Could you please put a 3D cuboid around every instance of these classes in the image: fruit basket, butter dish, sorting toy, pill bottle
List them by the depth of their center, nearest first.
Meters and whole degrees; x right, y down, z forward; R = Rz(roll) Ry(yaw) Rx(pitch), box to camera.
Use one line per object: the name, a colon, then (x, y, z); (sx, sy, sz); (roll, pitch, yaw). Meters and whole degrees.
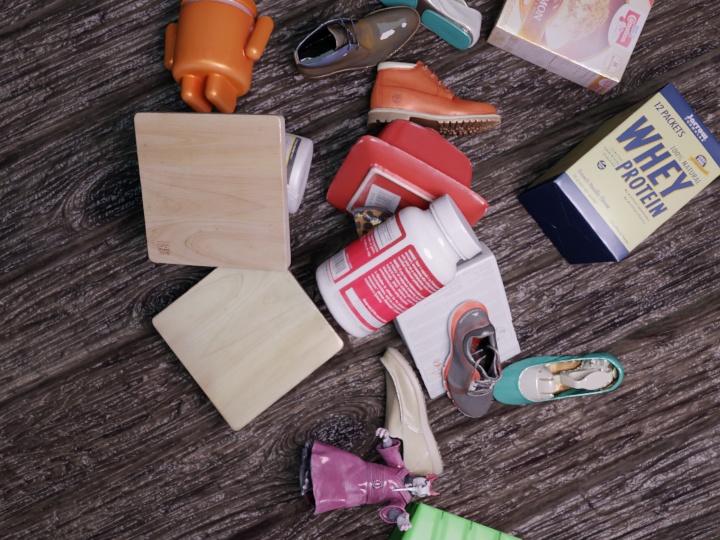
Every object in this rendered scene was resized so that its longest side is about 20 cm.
pill bottle: (0.050, -0.009, 0.945); (0.199, 0.112, 0.113); (-33, 90, 14)
sorting toy: (-0.185, -0.111, 0.977); (0.197, 0.070, 0.201); (4, 110, 13)
fruit basket: (0.123, 0.451, 1.036); (0.213, 0.156, 0.218); (1, 75, -6)
butter dish: (0.077, -0.140, 1.046); (0.198, 0.200, 0.149); (27, 63, -7)
pill bottle: (-0.175, -0.160, 1.060); (0.198, 0.111, 0.113); (15, 89, 0)
sorting toy: (-0.160, 0.088, 1.073); (0.199, 0.070, 0.200); (-38, 92, -1)

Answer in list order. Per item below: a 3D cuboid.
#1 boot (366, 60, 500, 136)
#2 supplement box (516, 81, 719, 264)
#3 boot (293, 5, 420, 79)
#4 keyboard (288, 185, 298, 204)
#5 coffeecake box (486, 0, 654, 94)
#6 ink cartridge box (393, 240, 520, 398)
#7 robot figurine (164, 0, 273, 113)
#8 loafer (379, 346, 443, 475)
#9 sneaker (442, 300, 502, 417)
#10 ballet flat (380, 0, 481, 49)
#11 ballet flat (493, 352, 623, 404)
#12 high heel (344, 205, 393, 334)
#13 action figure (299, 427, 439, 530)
boot: (0.112, -0.258, 1.087); (0.197, 0.075, 0.109); (5, 83, -1)
supplement box: (0.356, -0.124, 1.023); (0.199, 0.200, 0.135); (-40, 91, -2)
boot: (-0.006, -0.329, 1.057); (0.198, 0.097, 0.075); (-22, 98, 9)
keyboard: (-0.174, -0.071, 1.052); (0.199, 0.011, 0.056); (-35, 109, 30)
coffeecake box: (0.312, -0.379, 1.088); (0.198, 0.073, 0.155); (24, 88, -1)
ink cartridge box: (0.136, 0.074, 1.070); (0.161, 0.057, 0.201); (-26, 131, -3)
robot figurine: (-0.205, -0.327, 1.053); (0.116, 0.143, 0.203); (12, 77, -34)
loafer: (0.063, 0.213, 1.079); (0.068, 0.076, 0.202); (-19, 90, -7)
sneaker: (0.164, 0.144, 1.042); (0.076, 0.082, 0.202); (-18, 123, -10)
ballet flat: (0.096, -0.406, 1.096); (0.199, 0.069, 0.070); (31, 89, -5)
ballet flat: (0.294, 0.159, 1.085); (0.198, 0.070, 0.068); (-10, 90, -1)
high heel: (0.000, 0.000, 1.050); (0.142, 0.072, 0.200); (31, 116, -23)
action figure: (0.013, 0.307, 1.032); (0.197, 0.149, 0.135); (9, 57, -7)
